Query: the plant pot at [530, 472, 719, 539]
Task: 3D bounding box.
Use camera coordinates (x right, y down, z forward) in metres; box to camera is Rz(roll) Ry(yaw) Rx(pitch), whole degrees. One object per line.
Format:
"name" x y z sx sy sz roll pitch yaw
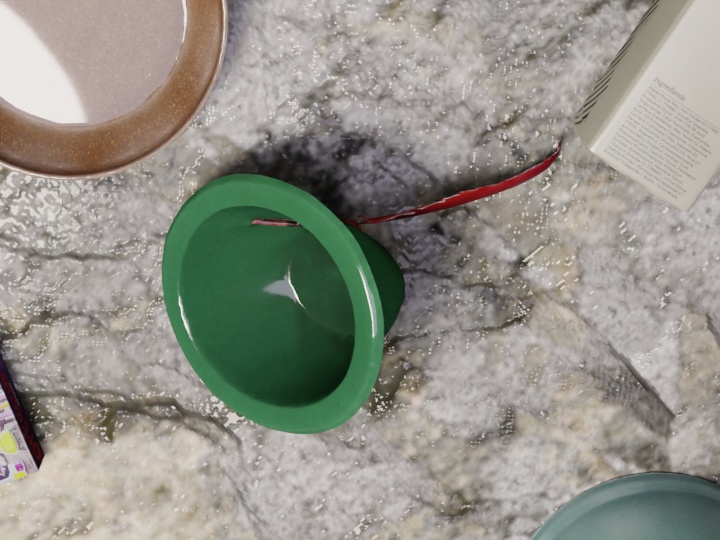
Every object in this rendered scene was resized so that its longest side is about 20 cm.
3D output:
"plant pot" 0.206 0.256 1.107 0.198 0.134 0.202 -1 109 -2

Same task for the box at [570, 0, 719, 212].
"box" 0.218 -0.143 1.011 0.082 0.068 0.201 32 104 -12

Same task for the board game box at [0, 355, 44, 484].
"board game box" -0.299 0.059 1.076 0.119 0.032 0.201 -18 108 8

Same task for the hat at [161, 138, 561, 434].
"hat" 0.000 0.000 1.075 0.199 0.176 0.167 13 114 33

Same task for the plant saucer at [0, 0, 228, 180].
"plant saucer" -0.179 -0.156 1.006 0.198 0.037 0.202 -1 109 -2
